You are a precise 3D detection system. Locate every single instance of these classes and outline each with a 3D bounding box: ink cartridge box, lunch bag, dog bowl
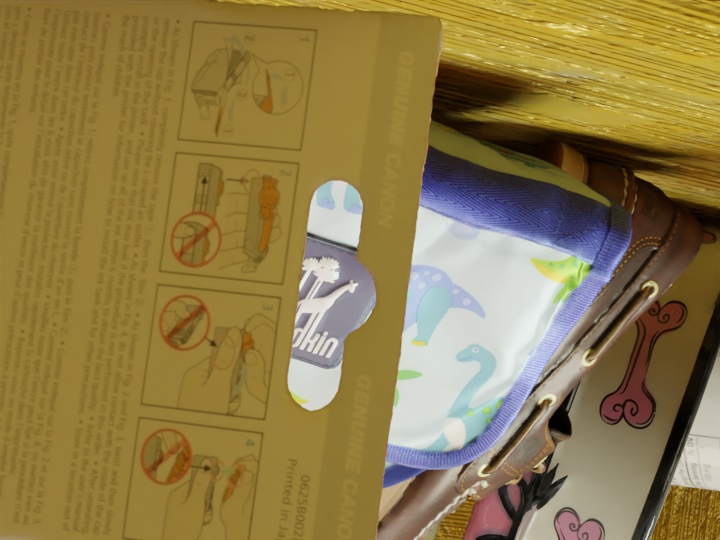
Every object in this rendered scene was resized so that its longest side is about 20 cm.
[{"bbox_3d":[-0.077,0.002,0.768,0.200,0.163,0.057,6,176,14],"label":"ink cartridge box"},{"bbox_3d":[-0.028,-0.007,0.895,0.170,0.128,0.200,17,156,-20],"label":"lunch bag"},{"bbox_3d":[0.102,0.064,1.175,0.074,0.200,0.200,21,177,4],"label":"dog bowl"}]

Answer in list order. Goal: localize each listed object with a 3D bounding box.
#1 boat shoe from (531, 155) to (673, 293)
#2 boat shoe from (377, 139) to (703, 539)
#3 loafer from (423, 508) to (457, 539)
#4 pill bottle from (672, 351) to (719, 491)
[{"bbox_3d":[0.028,-0.019,1.050,0.200,0.072,0.068,-1,-156,13],"label":"boat shoe"},{"bbox_3d":[0.050,0.046,0.999,0.070,0.200,0.070,26,-151,-19],"label":"boat shoe"},{"bbox_3d":[0.011,0.102,1.216,0.076,0.068,0.200,-1,156,-21],"label":"loafer"},{"bbox_3d":[0.179,0.057,1.409,0.200,0.115,0.114,6,176,20],"label":"pill bottle"}]
